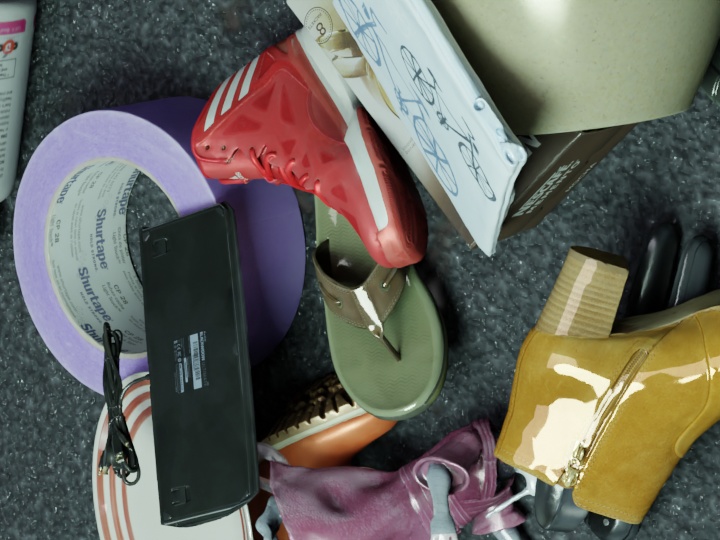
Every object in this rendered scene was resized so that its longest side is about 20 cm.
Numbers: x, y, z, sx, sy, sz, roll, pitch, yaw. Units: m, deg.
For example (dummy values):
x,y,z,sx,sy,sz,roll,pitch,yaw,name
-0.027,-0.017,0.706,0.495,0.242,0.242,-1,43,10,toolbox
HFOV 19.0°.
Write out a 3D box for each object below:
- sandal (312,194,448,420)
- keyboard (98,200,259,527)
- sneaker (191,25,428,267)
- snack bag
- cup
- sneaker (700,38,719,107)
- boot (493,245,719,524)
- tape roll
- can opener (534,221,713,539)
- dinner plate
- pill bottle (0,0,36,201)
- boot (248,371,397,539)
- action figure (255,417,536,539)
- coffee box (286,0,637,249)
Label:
x,y,z,sx,sy,sz,roll,pitch,yaw,name
-0.001,-0.001,1.369,0.079,0.057,0.202,-20,74,23,sandal
-0.120,0.065,1.375,0.126,0.021,0.202,-16,69,30,keyboard
-0.035,-0.059,1.346,0.115,0.078,0.201,-30,47,10,sneaker
0.035,-0.113,1.184,0.021,0.200,0.189,-28,78,-7,snack bag
0.119,-0.151,1.159,0.199,0.200,0.144,-2,99,37,cup
0.243,-0.106,1.189,0.073,0.081,0.201,-53,50,42,sneaker
0.186,0.080,1.232,0.200,0.071,0.145,17,104,7,boot
-0.140,-0.015,1.478,0.199,0.085,0.202,8,104,35,tape roll
0.169,0.071,1.284,0.063,0.078,0.201,29,106,33,can opener
-0.120,0.165,1.428,0.200,0.024,0.202,16,110,52,dinner plate
-0.301,-0.111,1.556,0.113,0.113,0.202,22,112,31,pill bottle
-0.029,0.139,1.448,0.200,0.075,0.107,-34,97,32,boot
0.043,0.146,1.366,0.199,0.134,0.149,-32,53,3,action figure
0.062,-0.129,1.305,0.200,0.080,0.113,53,125,15,coffee box
